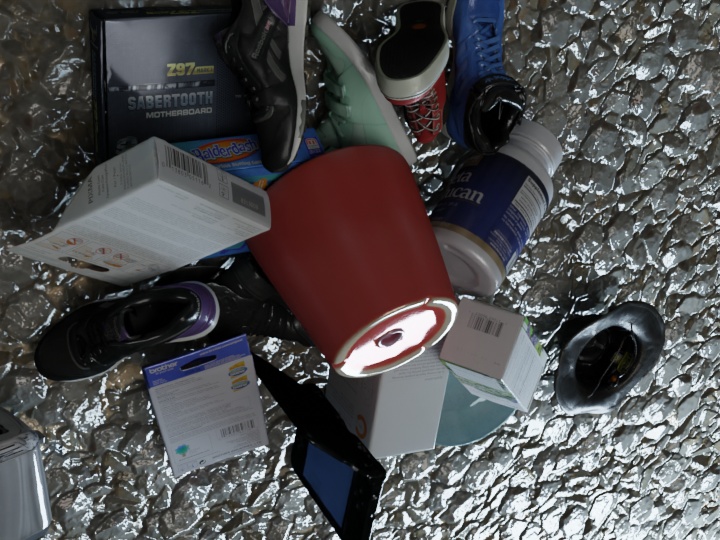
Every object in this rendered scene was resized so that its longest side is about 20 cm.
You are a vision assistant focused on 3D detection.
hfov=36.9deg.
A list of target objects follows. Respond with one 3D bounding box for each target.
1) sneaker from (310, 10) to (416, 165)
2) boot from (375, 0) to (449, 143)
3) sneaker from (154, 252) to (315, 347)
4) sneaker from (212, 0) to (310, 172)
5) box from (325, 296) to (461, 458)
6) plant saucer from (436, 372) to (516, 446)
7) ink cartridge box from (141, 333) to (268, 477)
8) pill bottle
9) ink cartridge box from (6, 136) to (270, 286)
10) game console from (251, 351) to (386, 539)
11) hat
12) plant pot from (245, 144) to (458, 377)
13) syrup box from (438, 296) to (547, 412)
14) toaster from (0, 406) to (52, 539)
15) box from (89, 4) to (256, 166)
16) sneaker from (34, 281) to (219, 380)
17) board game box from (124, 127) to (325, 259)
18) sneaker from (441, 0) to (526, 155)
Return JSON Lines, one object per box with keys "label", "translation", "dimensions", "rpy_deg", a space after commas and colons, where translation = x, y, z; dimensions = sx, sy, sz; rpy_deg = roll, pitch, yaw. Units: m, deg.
{"label": "sneaker", "translation": [-0.030, -0.168, 1.152], "dimensions": [0.118, 0.074, 0.201], "rpy_deg": [-31, 120, 0]}
{"label": "boot", "translation": [0.063, -0.182, 1.131], "dimensions": [0.072, 0.200, 0.145], "rpy_deg": [0, 122, 11]}
{"label": "sneaker", "translation": [-0.131, 0.047, 1.214], "dimensions": [0.104, 0.060, 0.200], "rpy_deg": [-34, 136, 7]}
{"label": "sneaker", "translation": [-0.101, -0.194, 1.029], "dimensions": [0.087, 0.076, 0.201], "rpy_deg": [1, 89, -24]}
{"label": "box", "translation": [0.035, 0.104, 1.292], "dimensions": [0.097, 0.124, 0.201], "rpy_deg": [-4, 116, -28]}
{"label": "plant saucer", "translation": [0.140, 0.136, 1.422], "dimensions": [0.200, 0.039, 0.202], "rpy_deg": [-13, 120, -23]}
{"label": "ink cartridge box", "translation": [-0.174, 0.145, 1.213], "dimensions": [0.119, 0.042, 0.201], "rpy_deg": [-18, 139, -13]}
{"label": "pill bottle", "translation": [0.155, -0.078, 1.251], "dimensions": [0.200, 0.111, 0.111], "rpy_deg": [-56, 131, -24]}
{"label": "ink cartridge box", "translation": [-0.211, -0.048, 1.029], "dimensions": [0.199, 0.048, 0.160], "rpy_deg": [-19, 156, 29]}
{"label": "game console", "translation": [-0.067, 0.208, 1.241], "dimensions": [0.116, 0.200, 0.177], "rpy_deg": [0, 115, -28]}
{"label": "hat", "translation": [0.322, 0.105, 1.486], "dimensions": [0.200, 0.081, 0.201], "rpy_deg": [-19, 130, -25]}
{"label": "plant pot", "translation": [0.000, 0.000, 1.117], "dimensions": [0.199, 0.178, 0.201], "rpy_deg": [-21, 154, -11]}
{"label": "syrup box", "translation": [0.162, 0.104, 1.282], "dimensions": [0.082, 0.078, 0.200], "rpy_deg": [-68, 158, -10]}
{"label": "toaster", "translation": [-0.412, 0.222, 1.094], "dimensions": [0.199, 0.113, 0.130], "rpy_deg": [-15, 117, -41]}
{"label": "box", "translation": [-0.167, -0.182, 1.079], "dimensions": [0.199, 0.051, 0.159], "rpy_deg": [-9, 117, -27]}
{"label": "sneaker", "translation": [-0.249, 0.056, 1.090], "dimensions": [0.199, 0.088, 0.076], "rpy_deg": [-21, 84, 7]}
{"label": "board game box", "translation": [-0.148, -0.072, 1.108], "dimensions": [0.199, 0.045, 0.152], "rpy_deg": [-10, 149, -26]}
{"label": "sneaker", "translation": [0.143, -0.228, 1.193], "dimensions": [0.076, 0.111, 0.201], "rpy_deg": [-3, 115, -28]}
